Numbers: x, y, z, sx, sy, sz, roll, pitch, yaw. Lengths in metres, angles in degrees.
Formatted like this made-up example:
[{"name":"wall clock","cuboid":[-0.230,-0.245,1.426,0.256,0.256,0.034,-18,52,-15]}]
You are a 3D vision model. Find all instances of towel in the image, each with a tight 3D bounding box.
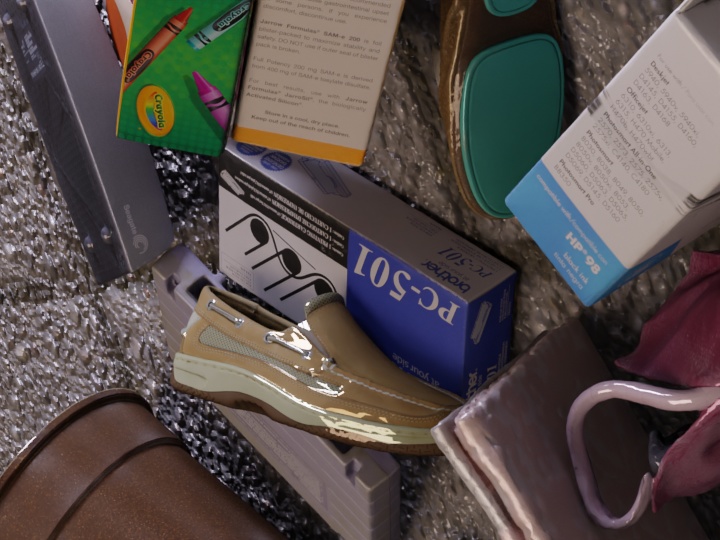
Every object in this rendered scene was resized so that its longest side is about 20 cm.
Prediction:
[{"name":"towel","cuboid":[0.119,0.130,1.131,0.032,0.200,0.192,-31,89,24]}]

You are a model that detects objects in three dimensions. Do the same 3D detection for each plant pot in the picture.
[{"name":"plant pot","cuboid":[-0.130,0.213,1.491,0.198,0.200,0.201,32,136,23]}]

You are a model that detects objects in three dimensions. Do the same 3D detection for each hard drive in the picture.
[{"name":"hard drive","cuboid":[-0.171,-0.094,1.407,0.201,0.042,0.135,70,164,-1]}]

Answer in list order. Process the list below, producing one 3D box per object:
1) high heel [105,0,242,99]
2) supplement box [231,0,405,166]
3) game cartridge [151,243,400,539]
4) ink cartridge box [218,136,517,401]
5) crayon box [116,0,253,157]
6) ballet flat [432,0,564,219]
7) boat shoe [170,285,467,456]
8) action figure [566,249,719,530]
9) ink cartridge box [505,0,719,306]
[{"name":"high heel","cuboid":[-0.083,-0.136,1.326,0.200,0.095,0.068,-136,35,-56]},{"name":"supplement box","cuboid":[-0.008,-0.170,1.122,0.073,0.127,0.201,11,134,-3]},{"name":"game cartridge","cuboid":[-0.049,0.083,1.397,0.200,0.038,0.130,44,165,21]},{"name":"ink cartridge box","cuboid":[0.000,0.000,1.304,0.199,0.044,0.095,32,137,33]},{"name":"crayon box","cuboid":[-0.080,-0.171,1.170,0.058,0.201,0.119,9,134,-5]},{"name":"ballet flat","cuboid":[0.061,-0.127,1.139,0.072,0.067,0.201,-137,35,-55]},{"name":"boat shoe","cuboid":[-0.021,0.050,1.273,0.199,0.071,0.077,13,92,31]},{"name":"action figure","cuboid":[0.189,0.036,1.029,0.200,0.148,0.135,-12,98,67]},{"name":"ink cartridge box","cuboid":[0.162,-0.076,1.000,0.067,0.115,0.200,53,144,9]}]
